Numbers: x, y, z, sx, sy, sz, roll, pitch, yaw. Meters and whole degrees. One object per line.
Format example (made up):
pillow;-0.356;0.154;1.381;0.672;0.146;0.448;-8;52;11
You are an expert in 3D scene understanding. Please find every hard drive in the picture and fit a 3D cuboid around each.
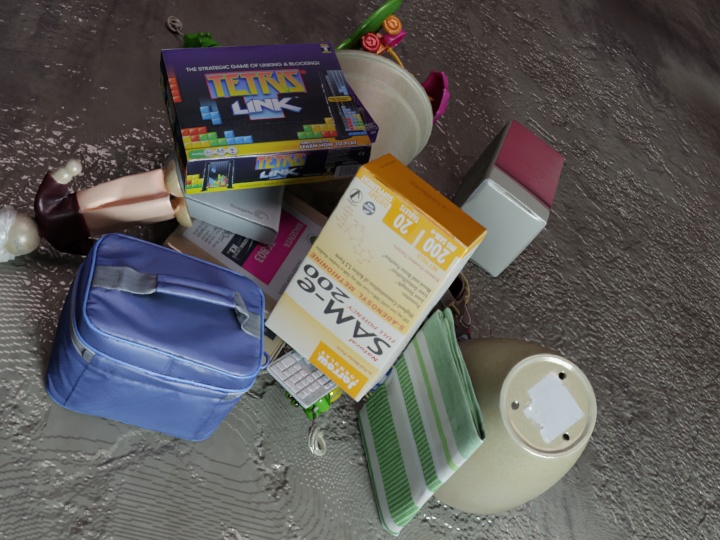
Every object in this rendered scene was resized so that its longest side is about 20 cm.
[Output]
hard drive;-0.148;-0.126;1.028;0.131;0.027;0.201;20;42;-17

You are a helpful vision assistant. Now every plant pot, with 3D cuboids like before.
plant pot;0.150;0.143;0.892;0.185;0.200;0.190;3;75;-10
plant pot;-0.020;-0.144;1.157;0.199;0.201;0.185;27;51;-14

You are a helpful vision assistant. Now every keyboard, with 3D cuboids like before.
keyboard;-0.022;0.084;0.932;0.056;0.011;0.200;47;32;10

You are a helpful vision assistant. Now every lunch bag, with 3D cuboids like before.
lunch bag;-0.180;0.062;0.851;0.198;0.133;0.137;18;43;-23

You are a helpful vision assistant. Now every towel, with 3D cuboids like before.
towel;0.055;0.153;0.892;0.023;0.201;0.154;8;47;-25

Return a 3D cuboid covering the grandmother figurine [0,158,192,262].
grandmother figurine;-0.273;-0.056;0.889;0.198;0.122;0.061;-17;34;-7

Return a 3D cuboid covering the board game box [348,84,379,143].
board game box;-0.091;-0.175;1.036;0.198;0.032;0.120;-19;56;-26

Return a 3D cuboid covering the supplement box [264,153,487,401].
supplement box;0.012;0.008;0.867;0.126;0.201;0.073;38;28;9

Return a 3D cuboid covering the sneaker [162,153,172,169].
sneaker;-0.189;-0.154;1.121;0.088;0.076;0.200;27;38;20

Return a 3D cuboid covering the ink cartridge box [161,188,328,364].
ink cartridge box;-0.123;-0.016;1.020;0.164;0.075;0.201;33;38;-5

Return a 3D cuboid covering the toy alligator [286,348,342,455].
toy alligator;-0.055;0.118;0.953;0.201;0.054;0.060;-82;149;-51

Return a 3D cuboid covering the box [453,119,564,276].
box;0.212;-0.110;1.335;0.109;0.128;0.201;35;39;-5

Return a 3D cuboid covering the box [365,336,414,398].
box;0.079;0.146;1.028;0.199;0.064;0.070;39;38;2

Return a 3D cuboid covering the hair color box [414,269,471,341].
hair color box;0.079;0.026;1.150;0.098;0.061;0.201;22;41;-21

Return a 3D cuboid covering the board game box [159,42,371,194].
board game box;-0.105;-0.169;0.976;0.198;0.057;0.167;-8;57;-19

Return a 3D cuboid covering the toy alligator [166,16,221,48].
toy alligator;-0.213;-0.300;1.244;0.059;0.054;0.201;-11;59;-44

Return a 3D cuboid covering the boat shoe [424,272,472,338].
boat shoe;0.088;0.025;1.000;0.200;0.059;0.072;38;26;-55

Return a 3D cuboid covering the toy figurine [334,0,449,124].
toy figurine;0.053;-0.297;1.414;0.184;0.150;0.200;48;60;-3
